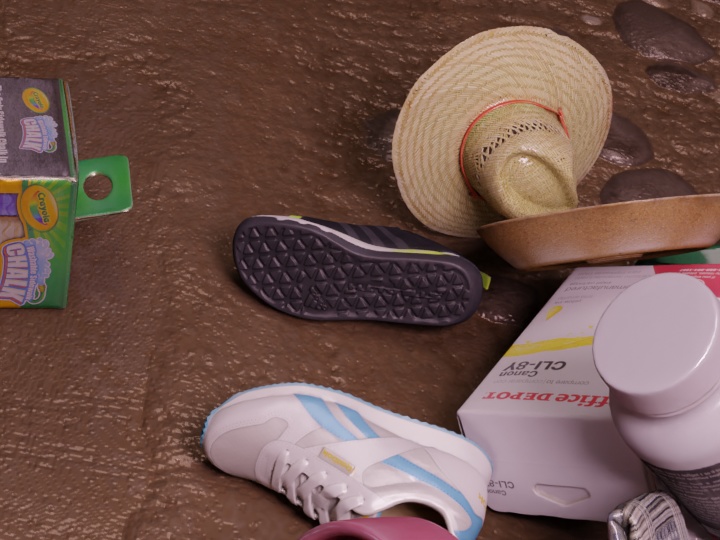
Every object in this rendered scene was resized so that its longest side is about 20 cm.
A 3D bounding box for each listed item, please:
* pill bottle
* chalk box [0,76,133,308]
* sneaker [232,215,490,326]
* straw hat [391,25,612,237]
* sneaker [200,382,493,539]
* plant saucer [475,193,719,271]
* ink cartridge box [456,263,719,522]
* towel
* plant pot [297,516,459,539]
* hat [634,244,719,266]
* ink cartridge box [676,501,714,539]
[{"bbox_3d":[0.220,0.088,1.134,0.110,0.200,0.112,-20,48,24],"label":"pill bottle"},{"bbox_3d":[-0.266,-0.056,1.336,0.198,0.125,0.125,2,41,-15],"label":"chalk box"},{"bbox_3d":[0.000,0.000,1.406,0.198,0.072,0.083,14,17,-2],"label":"sneaker"},{"bbox_3d":[0.123,-0.080,1.407,0.199,0.203,0.085,-7,39,-23],"label":"straw hat"},{"bbox_3d":[-0.012,0.135,1.228,0.198,0.077,0.081,13,43,2],"label":"sneaker"},{"bbox_3d":[0.184,-0.025,1.355,0.198,0.200,0.036,-5,87,-20],"label":"plant saucer"},{"bbox_3d":[0.179,0.080,1.290,0.144,0.084,0.200,-1,30,36],"label":"ink cartridge box"},{"bbox_3d":[0.184,0.227,1.056,0.034,0.192,0.202,-12,83,14],"label":"towel"},{"bbox_3d":[0.062,0.240,1.058,0.177,0.201,0.201,3,40,-35],"label":"plant pot"},{"bbox_3d":[0.301,0.076,1.424,0.164,0.178,0.200,-4,5,-2],"label":"hat"},{"bbox_3d":[0.288,0.224,1.217,0.198,0.068,0.117,11,41,-5],"label":"ink cartridge box"}]
